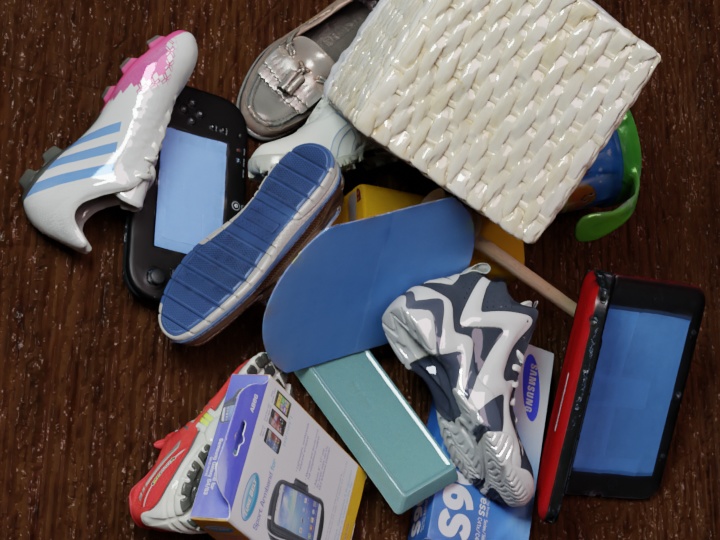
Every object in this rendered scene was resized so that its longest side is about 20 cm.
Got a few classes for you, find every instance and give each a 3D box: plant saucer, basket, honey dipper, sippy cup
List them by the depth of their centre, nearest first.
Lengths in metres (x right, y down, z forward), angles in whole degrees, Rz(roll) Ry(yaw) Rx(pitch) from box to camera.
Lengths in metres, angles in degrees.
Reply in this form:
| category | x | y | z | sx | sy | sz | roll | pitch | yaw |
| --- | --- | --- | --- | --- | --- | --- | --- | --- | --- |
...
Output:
| category | x | y | z | sx | sy | sz | roll | pitch | yaw |
| --- | --- | --- | --- | --- | --- | --- | --- | --- | --- |
| basket | 0.102 | -0.157 | 1.363 | 0.197 | 0.161 | 0.201 | 33 | 101 | -13 |
| plant saucer | 0.001 | 0.105 | 1.400 | 0.070 | 0.019 | 0.200 | -25 | 67 | -32 |
| honey dipper | 0.133 | -0.004 | 1.438 | 0.199 | 0.038 | 0.038 | 33 | 59 | -24 |
| sippy cup | 0.166 | -0.106 | 1.533 | 0.129 | 0.178 | 0.141 | -19 | 108 | -19 |

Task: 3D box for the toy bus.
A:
| category | x | y | z | sx | sy | sz | roll | pitch | yaw |
| --- | --- | --- | --- | --- | --- | --- | --- | --- | --- |
| toy bus | 0.038 | -0.026 | 1.459 | 0.199 | 0.078 | 0.066 | 10 | 66 | -25 |

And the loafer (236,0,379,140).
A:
| category | x | y | z | sx | sy | sz | roll | pitch | yaw |
| --- | --- | --- | --- | --- | --- | --- | --- | --- | --- |
| loafer | -0.037 | -0.197 | 1.503 | 0.072 | 0.063 | 0.200 | 44 | 58 | -3 |

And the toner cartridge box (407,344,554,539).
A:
| category | x | y | z | sx | sy | sz | roll | pitch | yaw |
| --- | --- | --- | --- | --- | --- | --- | --- | --- | --- |
| toner cartridge box | 0.105 | 0.153 | 1.442 | 0.094 | 0.043 | 0.201 | 20 | 63 | -18 |

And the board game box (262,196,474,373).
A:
| category | x | y | z | sx | sy | sz | roll | pitch | yaw |
| --- | --- | --- | --- | --- | --- | --- | --- | --- | --- |
| board game box | 0.000 | 0.000 | 1.368 | 0.199 | 0.159 | 0.039 | -15 | 49 | -30 |

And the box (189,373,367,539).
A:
| category | x | y | z | sx | sy | sz | roll | pitch | yaw |
| --- | --- | --- | --- | --- | --- | --- | --- | --- | --- |
| box | -0.064 | 0.167 | 1.292 | 0.200 | 0.041 | 0.120 | 49 | 47 | -47 |

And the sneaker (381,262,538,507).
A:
| category | x | y | z | sx | sy | sz | roll | pitch | yaw |
| --- | --- | --- | --- | --- | --- | --- | --- | --- | --- |
| sneaker | 0.117 | 0.084 | 1.395 | 0.129 | 0.079 | 0.200 | -33 | 89 | -28 |

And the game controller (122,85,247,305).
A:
| category | x | y | z | sx | sy | sz | roll | pitch | yaw |
| --- | --- | --- | --- | --- | --- | --- | --- | --- | --- |
| game controller | -0.145 | -0.061 | 1.410 | 0.104 | 0.042 | 0.202 | 10 | 66 | -22 |

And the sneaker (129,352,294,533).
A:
| category | x | y | z | sx | sy | sz | roll | pitch | yaw |
| --- | --- | --- | --- | --- | --- | --- | --- | --- | --- |
| sneaker | -0.120 | 0.132 | 1.327 | 0.200 | 0.084 | 0.077 | -50 | 123 | -50 |

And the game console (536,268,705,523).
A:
| category | x | y | z | sx | sy | sz | roll | pitch | yaw |
| --- | --- | --- | --- | --- | --- | --- | --- | --- | --- |
| game console | 0.225 | 0.110 | 1.427 | 0.118 | 0.172 | 0.202 | 12 | 99 | 3 |

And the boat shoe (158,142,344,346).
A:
| category | x | y | z | sx | sy | sz | roll | pitch | yaw |
| --- | --- | --- | --- | --- | --- | --- | --- | --- | --- |
| boat shoe | -0.078 | -0.008 | 1.365 | 0.200 | 0.073 | 0.072 | -47 | 51 | -11 |

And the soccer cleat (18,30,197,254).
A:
| category | x | y | z | sx | sy | sz | roll | pitch | yaw |
| --- | --- | --- | --- | --- | --- | --- | --- | --- | --- |
| soccer cleat | -0.185 | -0.100 | 1.360 | 0.086 | 0.070 | 0.200 | 41 | 87 | 12 |

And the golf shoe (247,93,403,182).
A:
| category | x | y | z | sx | sy | sz | roll | pitch | yaw |
| --- | --- | --- | --- | --- | --- | --- | --- | --- | --- |
| golf shoe | -0.023 | -0.129 | 1.467 | 0.199 | 0.078 | 0.098 | -17 | 94 | -39 |
